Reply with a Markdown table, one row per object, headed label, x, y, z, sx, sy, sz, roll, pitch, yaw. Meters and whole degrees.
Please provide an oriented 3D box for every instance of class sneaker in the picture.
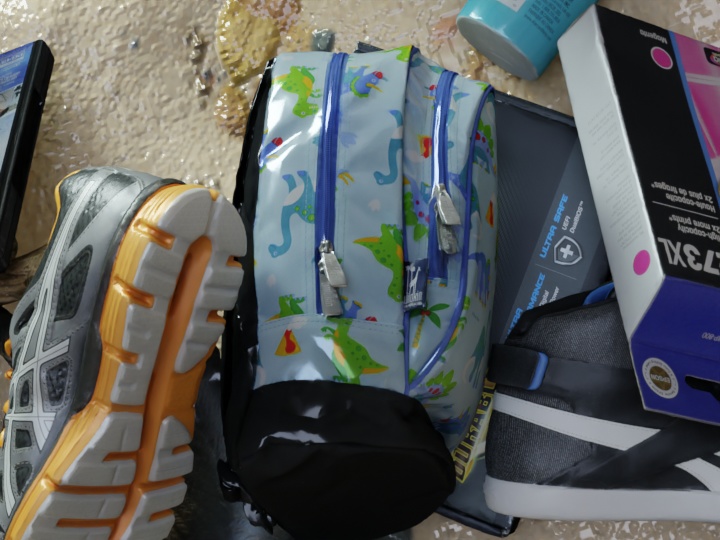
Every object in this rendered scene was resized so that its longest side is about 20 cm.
| label | x | y | z | sx | sy | sz | roll | pitch | yaw |
| --- | --- | --- | --- | --- | --- | --- | --- | --- | --- |
| sneaker | 0.156 | 0.055 | 0.724 | 0.198 | 0.073 | 0.113 | 1 | 92 | -9 |
| sneaker | -0.111 | 0.052 | 0.644 | 0.077 | 0.078 | 0.201 | 27 | 98 | 34 |

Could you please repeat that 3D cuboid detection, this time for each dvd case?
| label | x | y | z | sx | sy | sz | roll | pitch | yaw |
| --- | --- | --- | --- | --- | --- | --- | --- | --- | --- |
| dvd case | -0.224 | -0.038 | 0.784 | 0.142 | 0.201 | 0.018 | -19 | 124 | 10 |

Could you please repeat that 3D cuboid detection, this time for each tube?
| label | x | y | z | sx | sy | sz | roll | pitch | yaw |
| --- | --- | --- | --- | --- | --- | --- | --- | --- | --- |
| tube | 0.125 | -0.189 | 0.802 | 0.077 | 0.050 | 0.200 | 36 | 85 | 8 |

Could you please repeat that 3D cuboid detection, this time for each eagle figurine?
| label | x | y | z | sx | sy | sz | roll | pitch | yaw |
| --- | --- | --- | --- | --- | --- | --- | --- | --- | --- |
| eagle figurine | -0.129 | 0.081 | 0.757 | 0.150 | 0.152 | 0.201 | -31 | 113 | -13 |

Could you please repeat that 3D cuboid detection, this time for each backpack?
| label | x | y | z | sx | sy | sz | roll | pitch | yaw |
| --- | --- | --- | --- | --- | --- | --- | --- | --- | --- |
| backpack | 0.000 | 0.000 | 0.701 | 0.153 | 0.163 | 0.201 | -15 | 66 | 3 |

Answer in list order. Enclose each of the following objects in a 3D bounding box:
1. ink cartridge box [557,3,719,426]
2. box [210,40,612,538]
| label | x | y | z | sx | sy | sz | roll | pitch | yaw |
| --- | --- | --- | --- | --- | --- | --- | --- | --- | --- |
| ink cartridge box | 0.150 | -0.024 | 0.717 | 0.094 | 0.037 | 0.201 | 13 | 54 | -28 |
| box | 0.037 | 0.009 | 0.789 | 0.158 | 0.046 | 0.201 | 21 | 87 | 12 |
